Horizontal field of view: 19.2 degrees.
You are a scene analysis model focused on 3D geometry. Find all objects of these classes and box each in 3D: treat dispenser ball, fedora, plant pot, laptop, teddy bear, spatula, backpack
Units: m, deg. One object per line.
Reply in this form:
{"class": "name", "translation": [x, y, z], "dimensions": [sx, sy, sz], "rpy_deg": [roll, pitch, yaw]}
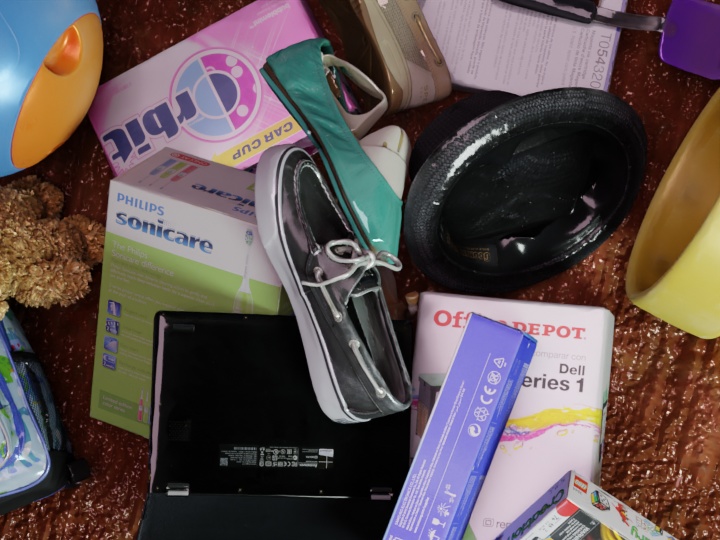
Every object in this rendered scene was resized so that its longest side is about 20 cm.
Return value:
{"class": "treat dispenser ball", "translation": [-0.290, -0.167, 1.578], "dimensions": [0.200, 0.201, 0.202], "rpy_deg": [-1, 84, 9]}
{"class": "fedora", "translation": [0.110, -0.077, 1.582], "dimensions": [0.200, 0.201, 0.092], "rpy_deg": [-39, 47, 3]}
{"class": "plant pot", "translation": [0.318, -0.025, 1.519], "dimensions": [0.189, 0.201, 0.201], "rpy_deg": [26, 89, -5]}
{"class": "laptop", "translation": [-0.068, 0.134, 1.547], "dimensions": [0.187, 0.116, 0.201], "rpy_deg": [3, 87, -13]}
{"class": "teddy bear", "translation": [-0.266, -0.023, 1.608], "dimensions": [0.067, 0.200, 0.145], "rpy_deg": [-49, 66, 31]}
{"class": "spatula", "translation": [0.189, -0.190, 1.594], "dimensions": [0.199, 0.021, 0.057], "rpy_deg": [15, 83, 10]}
{"class": "backpack", "translation": [-0.332, 0.097, 1.624], "dimensions": [0.183, 0.147, 0.200], "rpy_deg": [-23, 78, 3]}

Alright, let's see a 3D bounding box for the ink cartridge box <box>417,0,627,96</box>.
{"class": "ink cartridge box", "translation": [0.110, -0.232, 1.639], "dimensions": [0.199, 0.043, 0.197], "rpy_deg": [13, 87, 7]}

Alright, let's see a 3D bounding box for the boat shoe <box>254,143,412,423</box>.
{"class": "boat shoe", "translation": [-0.014, 0.006, 1.458], "dimensions": [0.068, 0.074, 0.200], "rpy_deg": [-14, 90, 37]}

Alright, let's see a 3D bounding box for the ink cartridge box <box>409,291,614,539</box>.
{"class": "ink cartridge box", "translation": [0.108, 0.120, 1.583], "dimensions": [0.144, 0.084, 0.201], "rpy_deg": [5, 85, 9]}

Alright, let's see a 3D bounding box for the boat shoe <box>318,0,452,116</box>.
{"class": "boat shoe", "translation": [0.011, -0.213, 1.603], "dimensions": [0.065, 0.072, 0.200], "rpy_deg": [-14, 74, -24]}

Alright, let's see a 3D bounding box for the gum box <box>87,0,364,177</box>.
{"class": "gum box", "translation": [-0.110, -0.121, 1.649], "dimensions": [0.200, 0.066, 0.114], "rpy_deg": [-28, 79, 6]}

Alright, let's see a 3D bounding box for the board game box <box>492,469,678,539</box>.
{"class": "board game box", "translation": [0.138, 0.238, 1.521], "dimensions": [0.126, 0.035, 0.200], "rpy_deg": [33, 126, -12]}

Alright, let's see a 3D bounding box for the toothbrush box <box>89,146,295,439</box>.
{"class": "toothbrush box", "translation": [-0.112, 0.030, 1.575], "dimensions": [0.145, 0.086, 0.201], "rpy_deg": [17, 118, 19]}

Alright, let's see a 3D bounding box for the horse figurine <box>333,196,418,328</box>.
{"class": "horse figurine", "translation": [0.000, 0.000, 1.601], "dimensions": [0.050, 0.133, 0.200], "rpy_deg": [-21, 60, -12]}

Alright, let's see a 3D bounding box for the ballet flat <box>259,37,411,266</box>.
{"class": "ballet flat", "translation": [-0.005, -0.096, 1.538], "dimensions": [0.070, 0.067, 0.200], "rpy_deg": [-33, 60, 5]}

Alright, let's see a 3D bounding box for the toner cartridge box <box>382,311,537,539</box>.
{"class": "toner cartridge box", "translation": [0.066, 0.132, 1.497], "dimensions": [0.043, 0.095, 0.200], "rpy_deg": [21, 88, 11]}
